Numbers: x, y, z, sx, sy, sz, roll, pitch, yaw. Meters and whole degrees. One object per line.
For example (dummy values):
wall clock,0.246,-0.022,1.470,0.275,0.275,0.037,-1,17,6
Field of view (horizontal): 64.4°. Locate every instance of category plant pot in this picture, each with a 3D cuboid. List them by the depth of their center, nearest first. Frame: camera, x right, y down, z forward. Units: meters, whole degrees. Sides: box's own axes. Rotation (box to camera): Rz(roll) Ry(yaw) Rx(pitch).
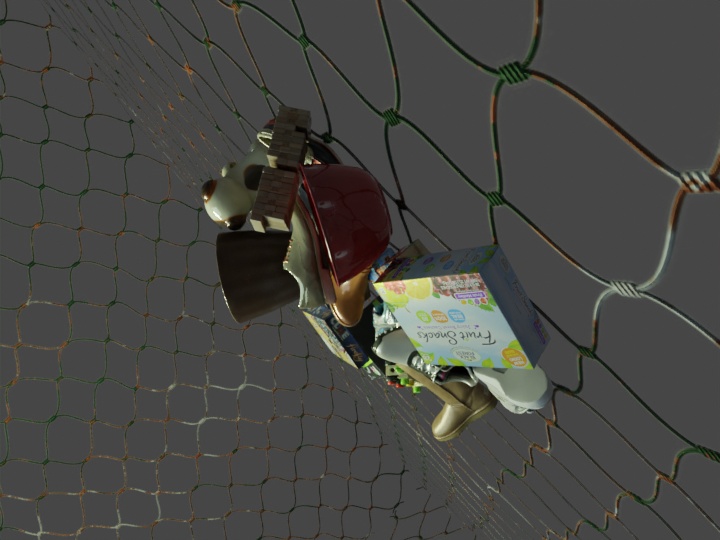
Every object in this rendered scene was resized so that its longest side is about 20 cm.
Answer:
plant pot,-0.165,-0.006,1.152,0.187,0.199,0.188,-12,-90,-90

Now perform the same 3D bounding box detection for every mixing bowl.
mixing bowl,-0.015,-0.084,0.891,0.200,0.108,0.201,163,90,-86

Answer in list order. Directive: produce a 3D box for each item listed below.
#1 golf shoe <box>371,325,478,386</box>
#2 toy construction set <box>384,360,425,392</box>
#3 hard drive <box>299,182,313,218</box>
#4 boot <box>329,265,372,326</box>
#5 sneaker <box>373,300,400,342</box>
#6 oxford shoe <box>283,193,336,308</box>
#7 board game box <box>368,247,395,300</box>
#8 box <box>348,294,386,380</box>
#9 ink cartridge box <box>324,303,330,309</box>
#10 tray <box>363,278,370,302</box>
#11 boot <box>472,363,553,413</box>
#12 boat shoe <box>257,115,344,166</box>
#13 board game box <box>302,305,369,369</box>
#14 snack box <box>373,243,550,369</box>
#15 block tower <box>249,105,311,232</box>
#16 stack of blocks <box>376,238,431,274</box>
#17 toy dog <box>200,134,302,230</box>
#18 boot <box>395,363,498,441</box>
golf shoe,0.120,0.152,1.013,0.088,0.199,0.077,-101,24,-55
toy construction set,0.126,0.210,1.224,0.130,0.093,0.200,-7,146,18
hard drive,-0.077,-0.104,1.227,0.140,0.033,0.200,48,165,5
boot,0.000,0.000,1.036,0.076,0.201,0.155,10,171,-19
sneaker,0.062,0.102,1.133,0.086,0.077,0.200,51,155,10
oxford shoe,-0.100,-0.033,0.958,0.071,0.073,0.201,114,139,-87
board game box,0.073,0.040,1.139,0.200,0.037,0.151,53,165,-17
box,0.039,0.168,1.383,0.149,0.124,0.200,48,166,7
ink cartridge box,-0.082,0.005,1.347,0.200,0.040,0.200,56,-170,-24
tray,-0.023,0.007,1.224,0.099,0.037,0.200,50,174,13
boot,0.264,0.195,0.928,0.096,0.074,0.200,47,175,-16
boat shoe,-0.097,-0.200,0.991,0.200,0.063,0.071,42,162,21
board game box,-0.060,0.145,1.309,0.136,0.035,0.200,56,166,-13
snack box,0.140,0.057,0.814,0.200,0.068,0.169,-6,125,50
block tower,-0.123,-0.159,0.915,0.058,0.201,0.054,11,164,3
stack of blocks,0.124,0.049,0.970,0.200,0.059,0.115,50,165,-1
toy dog,-0.223,-0.167,1.163,0.140,0.200,0.194,54,165,-21
boot,0.149,0.235,1.145,0.200,0.175,0.066,39,-156,-15
